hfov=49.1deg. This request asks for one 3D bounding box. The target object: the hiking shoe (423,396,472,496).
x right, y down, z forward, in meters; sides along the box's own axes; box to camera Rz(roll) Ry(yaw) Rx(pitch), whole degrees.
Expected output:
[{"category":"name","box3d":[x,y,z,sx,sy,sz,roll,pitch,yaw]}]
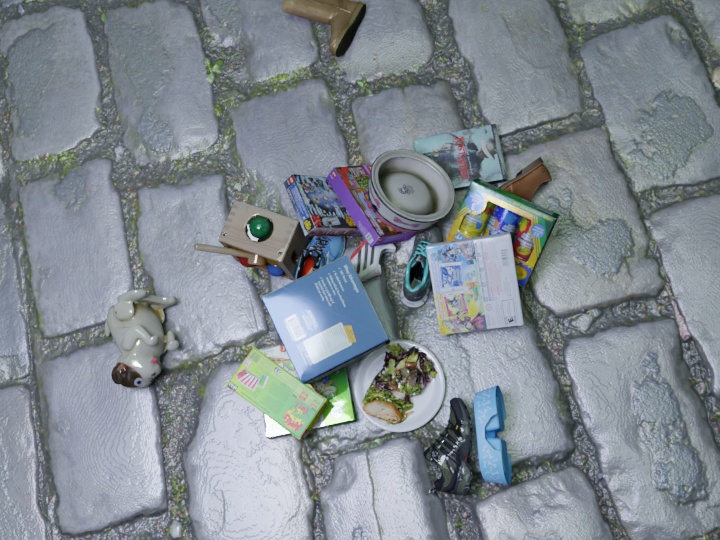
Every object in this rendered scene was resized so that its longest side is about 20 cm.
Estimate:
[{"category":"hiking shoe","box3d":[0.181,0.363,1.635,0.100,0.076,0.201,0,74,4]}]

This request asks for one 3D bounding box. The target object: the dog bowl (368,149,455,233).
[{"category":"dog bowl","box3d":[0.105,-0.170,1.748,0.199,0.074,0.201,11,55,-16]}]

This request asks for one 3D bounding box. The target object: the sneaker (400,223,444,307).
[{"category":"sneaker","box3d":[0.140,-0.021,1.748,0.077,0.091,0.201,11,75,9]}]

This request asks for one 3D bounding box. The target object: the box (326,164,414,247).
[{"category":"box","box3d":[0.026,-0.150,1.783,0.039,0.137,0.200,-46,68,37]}]

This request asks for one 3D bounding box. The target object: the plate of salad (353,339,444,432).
[{"category":"plate of salad","box3d":[0.082,0.245,1.698,0.199,0.048,0.201,-2,73,7]}]

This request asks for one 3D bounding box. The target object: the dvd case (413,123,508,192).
[{"category":"dvd case","box3d":[0.232,-0.258,1.844,0.199,0.022,0.147,-9,72,4]}]

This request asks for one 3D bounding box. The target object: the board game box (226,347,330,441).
[{"category":"board game box","box3d":[-0.175,0.263,1.682,0.200,0.048,0.102,33,81,15]}]

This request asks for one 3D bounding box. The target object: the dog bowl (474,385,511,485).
[{"category":"dog bowl","box3d":[0.271,0.339,1.618,0.049,0.111,0.201,-10,72,18]}]

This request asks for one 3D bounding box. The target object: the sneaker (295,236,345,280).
[{"category":"sneaker","box3d":[-0.091,-0.033,1.781,0.078,0.090,0.201,17,73,12]}]

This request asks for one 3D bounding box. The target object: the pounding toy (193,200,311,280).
[{"category":"pounding toy","box3d":[-0.234,-0.056,1.748,0.183,0.200,0.143,18,77,12]}]

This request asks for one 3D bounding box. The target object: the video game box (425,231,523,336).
[{"category":"video game box","box3d":[0.246,0.030,1.690,0.181,0.047,0.201,-8,99,11]}]

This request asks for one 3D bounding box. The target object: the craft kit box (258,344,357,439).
[{"category":"craft kit box","box3d":[-0.122,0.252,1.726,0.199,0.049,0.199,-13,75,3]}]

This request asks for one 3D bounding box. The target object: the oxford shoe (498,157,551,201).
[{"category":"oxford shoe","box3d":[0.345,-0.170,1.782,0.200,0.071,0.071,-36,91,2]}]

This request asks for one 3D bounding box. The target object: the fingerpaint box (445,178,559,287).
[{"category":"fingerpaint box","box3d":[0.305,-0.084,1.718,0.199,0.073,0.168,27,109,13]}]

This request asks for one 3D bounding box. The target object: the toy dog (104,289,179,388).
[{"category":"toy dog","box3d":[-0.501,0.162,1.753,0.193,0.140,0.201,-14,72,16]}]

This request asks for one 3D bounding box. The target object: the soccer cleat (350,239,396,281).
[{"category":"soccer cleat","box3d":[0.000,0.000,1.774,0.085,0.069,0.200,36,80,7]}]

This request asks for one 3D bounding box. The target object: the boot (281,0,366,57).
[{"category":"boot","box3d":[-0.107,-0.632,1.980,0.199,0.066,0.176,22,65,12]}]

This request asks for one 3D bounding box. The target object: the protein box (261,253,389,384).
[{"category":"protein box","box3d":[-0.069,0.106,1.655,0.199,0.135,0.199,-27,81,-1]}]

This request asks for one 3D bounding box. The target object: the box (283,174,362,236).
[{"category":"box","box3d":[-0.067,-0.143,1.765,0.040,0.199,0.137,-36,69,36]}]
